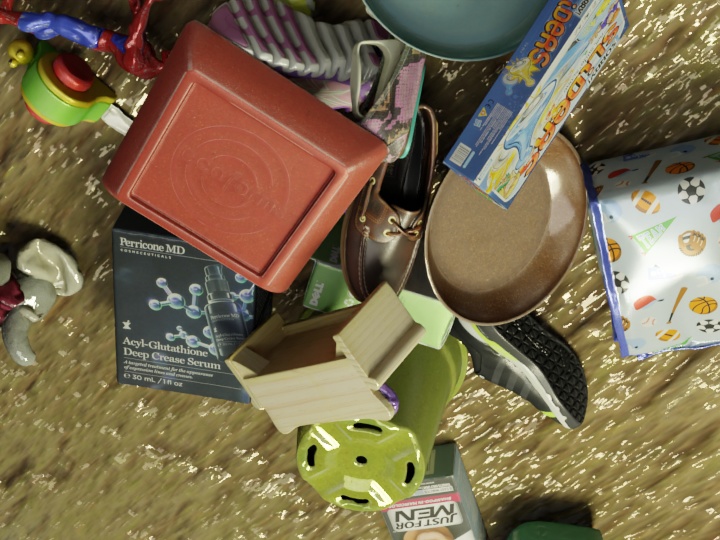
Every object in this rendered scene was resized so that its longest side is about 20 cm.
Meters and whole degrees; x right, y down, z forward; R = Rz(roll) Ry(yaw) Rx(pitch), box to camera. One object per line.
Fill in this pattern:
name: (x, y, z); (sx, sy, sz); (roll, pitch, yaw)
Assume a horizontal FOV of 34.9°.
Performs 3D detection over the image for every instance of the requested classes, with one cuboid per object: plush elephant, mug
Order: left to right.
plush elephant: (-0.394, 0.034, 1.224); (0.155, 0.201, 0.165); (26, 140, -36)
mug: (0.215, 0.386, 1.355); (0.114, 0.152, 0.186); (7, 122, 3)

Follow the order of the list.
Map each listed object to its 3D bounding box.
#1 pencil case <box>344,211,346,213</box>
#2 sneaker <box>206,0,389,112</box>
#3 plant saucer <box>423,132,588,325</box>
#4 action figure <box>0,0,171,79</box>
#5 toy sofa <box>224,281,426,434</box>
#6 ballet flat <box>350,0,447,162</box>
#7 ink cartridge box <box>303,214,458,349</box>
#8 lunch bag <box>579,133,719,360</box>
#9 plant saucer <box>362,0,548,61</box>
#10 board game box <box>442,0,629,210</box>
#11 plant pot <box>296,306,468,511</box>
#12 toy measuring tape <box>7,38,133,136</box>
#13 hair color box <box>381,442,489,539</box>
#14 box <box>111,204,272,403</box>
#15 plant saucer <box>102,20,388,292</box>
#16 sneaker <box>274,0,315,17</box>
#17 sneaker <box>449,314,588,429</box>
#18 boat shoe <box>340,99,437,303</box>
pencil case: (-0.075, -0.089, 1.094); (0.199, 0.084, 0.086); (2, 112, -17)
sneaker: (-0.055, -0.183, 1.029); (0.200, 0.081, 0.088); (4, 147, -38)
plant saucer: (0.134, -0.047, 1.102); (0.200, 0.037, 0.201); (-12, 114, -29)
action figure: (-0.242, -0.242, 1.059); (0.200, 0.065, 0.099); (24, 94, 7)
toy sofa: (-0.029, 0.086, 1.089); (0.200, 0.083, 0.098); (-18, 113, 50)
ballet flat: (0.032, -0.195, 0.994); (0.071, 0.069, 0.201); (19, 83, -16)
ink cartridge box: (0.000, 0.000, 1.162); (0.199, 0.104, 0.059); (17, 123, -3)
lunch bag: (0.311, -0.017, 1.096); (0.170, 0.124, 0.200); (-13, 114, 13)
plant saucer: (0.083, -0.272, 0.960); (0.199, 0.027, 0.201); (0, 88, -9)
board game box: (0.153, -0.154, 0.977); (0.034, 0.135, 0.200); (35, 95, 19)
plant pot: (0.009, 0.143, 1.207); (0.200, 0.184, 0.201); (4, 124, 6)
toy measuring tape: (-0.265, -0.152, 1.123); (0.200, 0.074, 0.074); (41, 120, -17)
hair color box: (0.091, 0.306, 1.377); (0.099, 0.061, 0.200); (-11, 121, 15)
box: (-0.172, 0.023, 1.202); (0.148, 0.107, 0.200); (8, 123, 4)
plant saucer: (-0.109, -0.083, 0.998); (0.199, 0.037, 0.200); (32, 125, -9)
sneaker: (-0.113, -0.195, 1.067); (0.075, 0.076, 0.200); (38, 119, -14)
sneaker: (0.167, 0.096, 1.235); (0.083, 0.072, 0.200); (-22, 118, 44)
boat shoe: (0.029, -0.061, 1.057); (0.070, 0.070, 0.201); (0, 101, -28)
